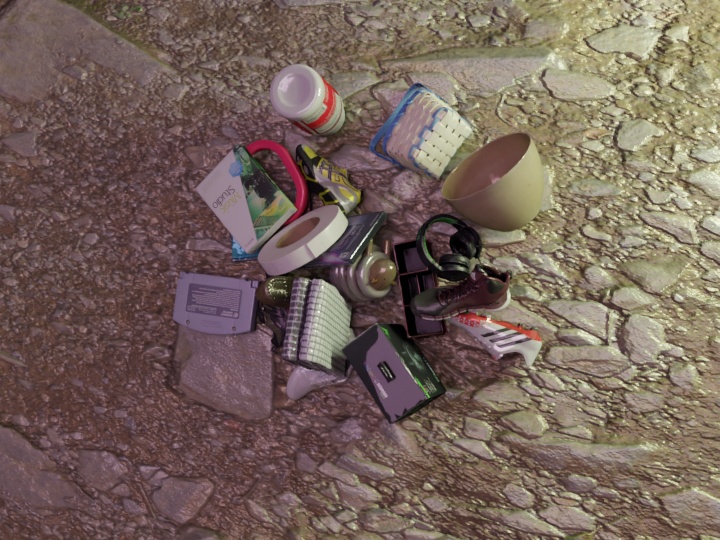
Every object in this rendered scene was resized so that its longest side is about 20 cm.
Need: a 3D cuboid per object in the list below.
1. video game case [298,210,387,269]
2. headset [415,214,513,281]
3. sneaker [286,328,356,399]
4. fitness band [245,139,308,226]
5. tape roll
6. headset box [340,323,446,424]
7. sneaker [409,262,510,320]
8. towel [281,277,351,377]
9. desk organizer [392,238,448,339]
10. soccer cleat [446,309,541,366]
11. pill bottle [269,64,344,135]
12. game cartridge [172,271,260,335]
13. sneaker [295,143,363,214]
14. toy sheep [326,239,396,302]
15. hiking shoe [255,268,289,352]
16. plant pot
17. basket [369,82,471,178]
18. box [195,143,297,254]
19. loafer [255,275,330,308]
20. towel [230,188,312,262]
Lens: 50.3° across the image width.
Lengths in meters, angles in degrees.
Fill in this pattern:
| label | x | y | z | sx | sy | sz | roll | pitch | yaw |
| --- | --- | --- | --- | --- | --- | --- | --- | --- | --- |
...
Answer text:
| label | x | y | z | sx | sy | sz | roll | pitch | yaw |
| --- | --- | --- | --- | --- | --- | --- | --- | --- | --- |
| video game case | -0.052 | -0.060 | 1.574 | 0.200 | 0.019 | 0.143 | -4 | 41 | 45 |
| headset | 0.207 | -0.032 | 1.527 | 0.200 | 0.094 | 0.124 | 36 | 64 | -11 |
| sneaker | -0.075 | 0.212 | 1.613 | 0.200 | 0.070 | 0.080 | -43 | 61 | 10 |
| fitness band | -0.196 | -0.190 | 1.684 | 0.144 | 0.037 | 0.200 | -34 | 77 | 15 |
| tape roll | -0.119 | -0.064 | 1.573 | 0.203 | 0.203 | 0.037 | -28 | 110 | 13 |
| headset box | 0.067 | 0.198 | 1.510 | 0.093 | 0.200 | 0.174 | -37 | 75 | 12 |
| sneaker | 0.194 | 0.030 | 1.475 | 0.200 | 0.116 | 0.076 | -9 | 52 | -6 |
| towel | -0.086 | 0.113 | 1.507 | 0.085 | 0.200 | 0.166 | 2 | 75 | 16 |
| desk organizer | 0.121 | 0.038 | 1.570 | 0.072 | 0.077 | 0.200 | -11 | 82 | 16 |
| soccer cleat | 0.258 | 0.133 | 1.526 | 0.200 | 0.069 | 0.085 | 15 | 86 | 13 |
| pill bottle | -0.102 | -0.348 | 1.607 | 0.112 | 0.200 | 0.112 | -1 | 85 | 17 |
| game cartridge | -0.325 | 0.077 | 1.729 | 0.200 | 0.042 | 0.133 | 7 | 92 | 18 |
| sneaker | -0.072 | -0.200 | 1.664 | 0.076 | 0.075 | 0.200 | -30 | 69 | -22 |
| toy sheep | 0.000 | 0.000 | 1.585 | 0.200 | 0.138 | 0.138 | 1 | 85 | 53 |
| hiking shoe | -0.191 | 0.074 | 1.665 | 0.101 | 0.076 | 0.200 | -21 | 81 | 11 |
| plant pot | 0.278 | -0.155 | 1.496 | 0.200 | 0.200 | 0.134 | -35 | 113 | 12 |
| basket | 0.116 | -0.285 | 1.577 | 0.176 | 0.139 | 0.200 | -54 | 46 | 9 |
| box | -0.249 | -0.155 | 1.662 | 0.144 | 0.036 | 0.200 | -44 | 74 | 12 |
| loafer | -0.136 | 0.046 | 1.602 | 0.067 | 0.200 | 0.076 | -6 | 75 | 43 |
| towel | -0.201 | -0.101 | 1.712 | 0.200 | 0.022 | 0.147 | -6 | 84 | 17 |
